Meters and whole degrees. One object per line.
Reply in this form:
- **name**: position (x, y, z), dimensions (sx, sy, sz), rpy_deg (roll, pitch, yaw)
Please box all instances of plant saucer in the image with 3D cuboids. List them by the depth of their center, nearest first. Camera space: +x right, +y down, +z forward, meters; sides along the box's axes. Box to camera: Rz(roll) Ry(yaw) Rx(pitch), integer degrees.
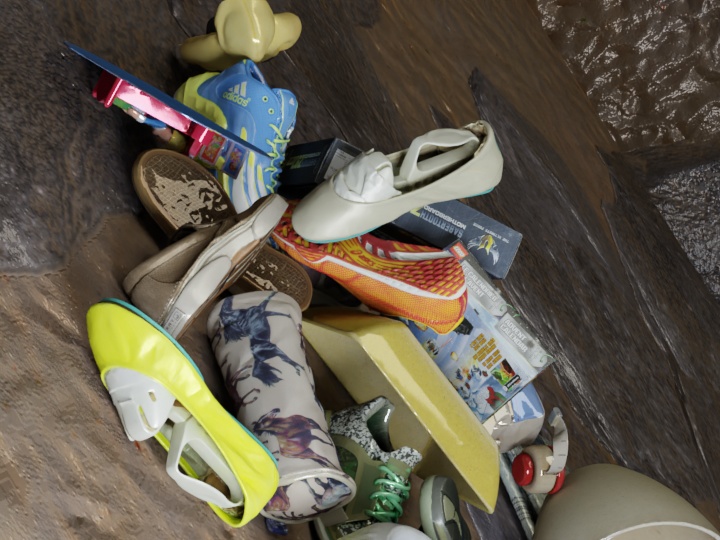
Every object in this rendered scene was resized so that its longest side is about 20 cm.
- **plant saucer**: position (0.039, 0.106, 1.726), dimensions (0.200, 0.048, 0.200), rpy_deg (52, -11, -15)

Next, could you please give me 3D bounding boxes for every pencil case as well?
- **pencil case**: position (-0.064, 0.105, 1.560), dimensions (0.090, 0.077, 0.201), rpy_deg (69, 2, -53)

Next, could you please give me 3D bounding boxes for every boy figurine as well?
- **boy figurine**: position (-0.117, -0.223, 1.899), dimensions (0.200, 0.124, 0.065), rpy_deg (-137, -148, -87)

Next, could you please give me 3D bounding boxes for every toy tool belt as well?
- **toy tool belt**: position (0.109, 0.138, 1.942), dimensions (0.122, 0.125, 0.200), rpy_deg (0, 46, -25)

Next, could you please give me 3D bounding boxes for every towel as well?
- **towel**: position (0.202, 0.252, 2.102), dimensions (0.192, 0.034, 0.201), rpy_deg (30, 30, -60)

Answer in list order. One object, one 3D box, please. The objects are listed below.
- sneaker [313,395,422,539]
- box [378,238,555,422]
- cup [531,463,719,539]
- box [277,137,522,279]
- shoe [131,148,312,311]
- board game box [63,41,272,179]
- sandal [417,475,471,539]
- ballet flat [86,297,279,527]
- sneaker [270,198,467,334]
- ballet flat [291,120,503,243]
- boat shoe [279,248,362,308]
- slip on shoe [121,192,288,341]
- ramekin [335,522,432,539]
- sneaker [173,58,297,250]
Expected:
- **sneaker**: position (0.010, 0.177, 1.613), dimensions (0.077, 0.088, 0.201), rpy_deg (39, 26, -45)
- **box**: position (0.078, 0.075, 1.792), dimensions (0.040, 0.200, 0.137), rpy_deg (-34, 82, -34)
- **cup**: position (0.243, 0.269, 1.916), dimensions (0.200, 0.200, 0.143), rpy_deg (44, 15, -36)
- **box**: position (0.029, -0.053, 1.819), dimensions (0.199, 0.051, 0.158), rpy_deg (27, -7, -17)
- **shoe**: position (-0.125, -0.025, 1.678), dimensions (0.200, 0.053, 0.070), rpy_deg (44, 54, -25)
- **board game box**: position (-0.171, -0.128, 1.678), dimensions (0.200, 0.039, 0.158), rpy_deg (31, 4, 21)
- **sandal**: position (0.061, 0.236, 1.636), dimensions (0.201, 0.057, 0.080), rpy_deg (75, 11, -45)
- **ballet flat**: position (-0.131, 0.107, 1.417), dimensions (0.200, 0.067, 0.067), rpy_deg (50, 47, -25)
- **sneaker**: position (0.000, 0.000, 1.714), dimensions (0.200, 0.073, 0.077), rpy_deg (28, -38, 24)
- **ballet flat**: position (0.032, -0.082, 1.700), dimensions (0.069, 0.199, 0.070), rpy_deg (49, -31, 43)
- **boat shoe**: position (-0.020, -0.004, 1.879), dimensions (0.072, 0.065, 0.200), rpy_deg (60, 17, 15)
- **slip on shoe**: position (-0.122, -0.015, 1.586), dimensions (0.061, 0.076, 0.200), rpy_deg (37, 41, 3)
- **ramekin**: position (0.024, 0.279, 1.451), dimensions (0.200, 0.105, 0.200), rpy_deg (50, 19, -23)
- **sneaker**: position (-0.097, -0.107, 1.786), dimensions (0.076, 0.105, 0.201), rpy_deg (23, 37, -60)
